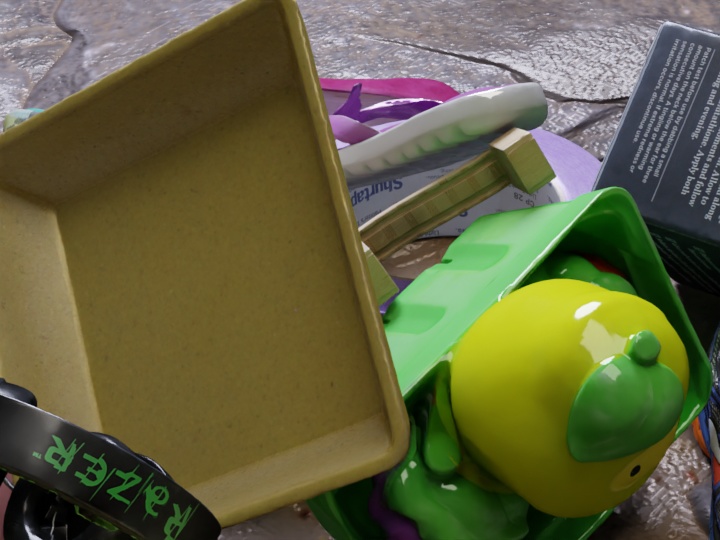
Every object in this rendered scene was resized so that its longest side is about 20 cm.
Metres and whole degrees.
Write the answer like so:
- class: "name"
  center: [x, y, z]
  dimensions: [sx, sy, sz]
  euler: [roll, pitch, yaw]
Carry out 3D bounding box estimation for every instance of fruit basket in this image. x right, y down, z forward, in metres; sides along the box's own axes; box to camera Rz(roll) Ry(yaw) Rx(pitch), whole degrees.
- class: "fruit basket"
  center: [0.080, 0.065, 0.780]
  dimensions: [0.215, 0.156, 0.216]
  euler: [-22, 31, 14]

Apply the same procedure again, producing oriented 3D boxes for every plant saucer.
- class: "plant saucer"
  center: [-0.071, 0.013, 0.760]
  dimensions: [0.199, 0.201, 0.048]
  euler: [-23, -17, 30]

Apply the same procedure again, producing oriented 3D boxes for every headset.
- class: "headset"
  center: [-0.136, 0.096, 0.700]
  dimensions: [0.200, 0.123, 0.094]
  euler: [-10, 51, 61]

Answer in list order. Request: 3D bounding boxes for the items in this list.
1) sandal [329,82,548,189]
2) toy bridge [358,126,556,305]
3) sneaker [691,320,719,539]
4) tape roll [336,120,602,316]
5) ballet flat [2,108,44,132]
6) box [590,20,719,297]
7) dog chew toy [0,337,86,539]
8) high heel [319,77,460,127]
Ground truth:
- class: "sandal"
  center: [0.014, -0.074, 0.934]
  dimensions: [0.202, 0.050, 0.082]
  euler: [-14, -5, 41]
- class: "toy bridge"
  center: [0.000, 0.000, 0.859]
  dimensions: [0.200, 0.027, 0.067]
  euler: [-37, 14, -1]
- class: "sneaker"
  center: [0.194, 0.083, 0.844]
  dimensions: [0.075, 0.079, 0.200]
  euler: [-7, 35, -2]
- class: "tape roll"
  center: [0.046, -0.008, 1.003]
  dimensions: [0.199, 0.066, 0.201]
  euler: [-3, 36, 2]
- class: "ballet flat"
  center: [-0.162, -0.043, 1.082]
  dimensions: [0.199, 0.069, 0.071]
  euler: [24, 58, 32]
- class: "box"
  center: [0.242, -0.031, 0.916]
  dimensions: [0.199, 0.148, 0.108]
  euler: [21, 85, 31]
- class: "dog chew toy"
  center: [-0.206, 0.071, 0.877]
  dimensions: [0.199, 0.125, 0.125]
  euler: [10, 37, 32]
- class: "high heel"
  center: [-0.013, -0.082, 1.094]
  dimensions: [0.096, 0.068, 0.199]
  euler: [15, 16, 40]
